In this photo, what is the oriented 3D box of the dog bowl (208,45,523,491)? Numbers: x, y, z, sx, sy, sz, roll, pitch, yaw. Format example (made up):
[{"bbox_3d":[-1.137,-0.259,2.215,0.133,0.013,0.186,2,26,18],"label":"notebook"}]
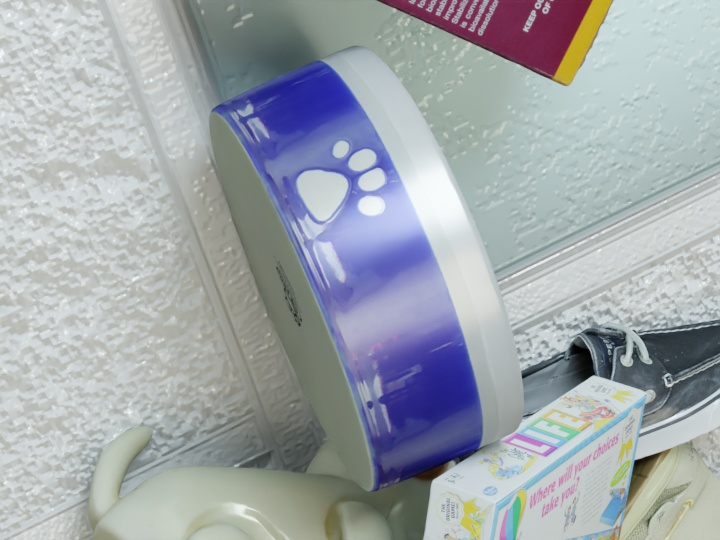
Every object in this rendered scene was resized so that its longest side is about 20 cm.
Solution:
[{"bbox_3d":[0.000,0.000,0.866,0.078,0.200,0.202,-22,119,-9],"label":"dog bowl"}]

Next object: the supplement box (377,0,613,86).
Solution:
[{"bbox_3d":[0.018,-0.173,0.850,0.198,0.110,0.086,20,103,-29],"label":"supplement box"}]

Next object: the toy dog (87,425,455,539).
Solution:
[{"bbox_3d":[-0.031,0.152,0.958,0.198,0.194,0.140,-20,141,-29],"label":"toy dog"}]

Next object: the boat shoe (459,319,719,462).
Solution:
[{"bbox_3d":[0.144,0.064,1.037,0.198,0.072,0.068,-22,121,-5],"label":"boat shoe"}]

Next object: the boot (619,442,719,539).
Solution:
[{"bbox_3d":[0.163,0.199,1.102,0.154,0.072,0.201,33,96,-34],"label":"boot"}]

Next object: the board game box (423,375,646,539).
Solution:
[{"bbox_3d":[0.085,0.144,0.922,0.199,0.034,0.136,-21,123,-59],"label":"board game box"}]
